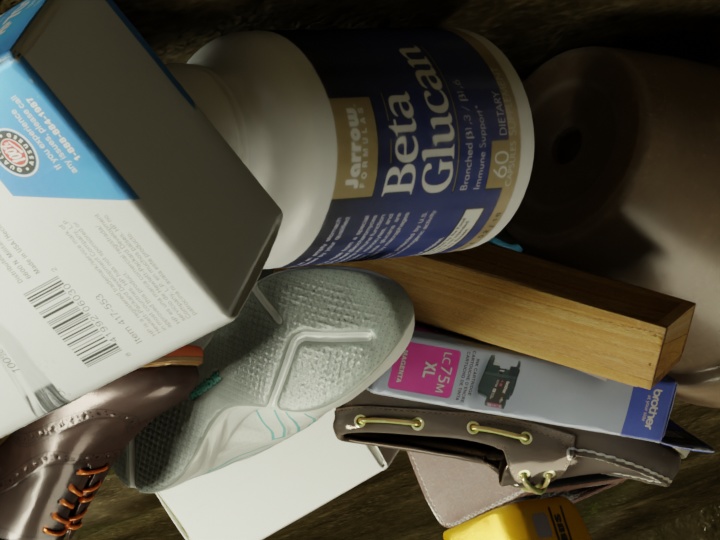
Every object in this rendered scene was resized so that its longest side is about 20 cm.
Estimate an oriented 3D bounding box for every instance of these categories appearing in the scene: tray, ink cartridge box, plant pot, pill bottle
[{"bbox_3d":[0.065,0.011,1.341,0.199,0.037,0.099,17,-169,13],"label":"tray"},{"bbox_3d":[-0.039,0.095,1.697,0.146,0.083,0.200,-31,-173,20],"label":"ink cartridge box"},{"bbox_3d":[0.166,-0.044,1.440,0.200,0.201,0.174,-27,144,34],"label":"plant pot"},{"bbox_3d":[-0.023,-0.058,1.238,0.199,0.112,0.111,-6,162,-41],"label":"pill bottle"},{"bbox_3d":[0.080,0.049,1.375,0.199,0.042,0.119,13,-172,-21],"label":"ink cartridge box"},{"bbox_3d":[-0.158,-0.016,1.131,0.199,0.147,0.086,-26,-157,33],"label":"ink cartridge box"}]

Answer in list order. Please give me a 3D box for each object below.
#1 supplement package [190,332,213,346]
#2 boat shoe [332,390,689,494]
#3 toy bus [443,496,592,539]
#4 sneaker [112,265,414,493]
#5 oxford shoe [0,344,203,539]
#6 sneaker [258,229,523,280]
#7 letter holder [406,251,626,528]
[{"bbox_3d":[-0.161,0.023,1.373,0.109,0.114,0.200,-22,164,16],"label":"supplement package"},{"bbox_3d":[0.084,0.092,1.470,0.199,0.060,0.072,17,166,-1],"label":"boat shoe"},{"bbox_3d":[0.118,0.235,1.519,0.065,0.201,0.078,-27,164,35],"label":"toy bus"},{"bbox_3d":[-0.041,0.048,1.302,0.200,0.071,0.080,-30,167,38],"label":"sneaker"},{"bbox_3d":[-0.141,0.094,1.288,0.071,0.073,0.200,1,155,-46],"label":"oxford shoe"},{"bbox_3d":[0.000,0.000,1.473,0.200,0.082,0.073,-33,163,2],"label":"sneaker"},{"bbox_3d":[0.056,0.058,1.602,0.100,0.201,0.142,-3,160,-47],"label":"letter holder"}]
